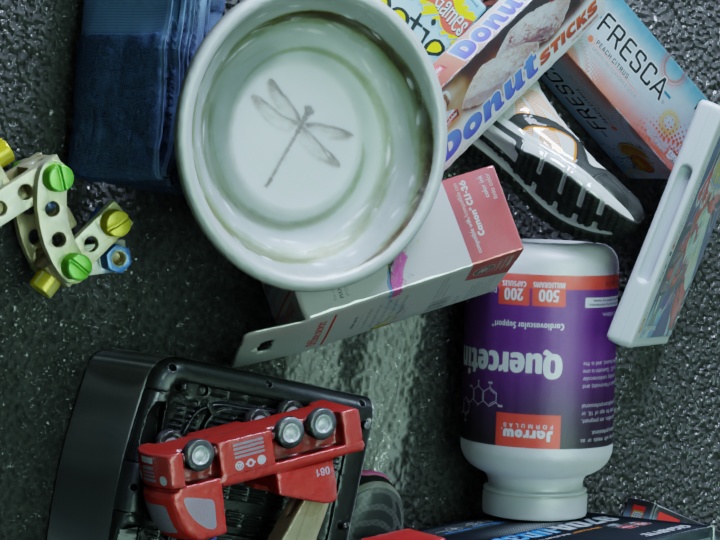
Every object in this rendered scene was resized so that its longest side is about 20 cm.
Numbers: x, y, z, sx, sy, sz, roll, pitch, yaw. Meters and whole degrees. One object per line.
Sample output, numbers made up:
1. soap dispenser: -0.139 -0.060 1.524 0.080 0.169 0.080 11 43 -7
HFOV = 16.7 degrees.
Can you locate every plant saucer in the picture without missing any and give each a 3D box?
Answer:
1. plant saucer: -0.039 -0.087 1.584 0.200 0.050 0.200 -2 93 -31

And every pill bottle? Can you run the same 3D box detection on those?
1. pill bottle: 0.130 0.078 1.787 0.112 0.112 0.200 0 93 -32

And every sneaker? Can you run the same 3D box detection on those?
1. sneaker: 0.000 0.243 1.733 0.074 0.087 0.200 19 83 -31
2. sneaker: 0.126 -0.098 1.757 0.200 0.074 0.080 37 61 5

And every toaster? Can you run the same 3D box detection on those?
1. toaster: -0.109 0.153 1.640 0.200 0.119 0.181 13 86 -32

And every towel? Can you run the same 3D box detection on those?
1. towel: -0.142 -0.152 1.602 0.049 0.112 0.200 5 91 -50

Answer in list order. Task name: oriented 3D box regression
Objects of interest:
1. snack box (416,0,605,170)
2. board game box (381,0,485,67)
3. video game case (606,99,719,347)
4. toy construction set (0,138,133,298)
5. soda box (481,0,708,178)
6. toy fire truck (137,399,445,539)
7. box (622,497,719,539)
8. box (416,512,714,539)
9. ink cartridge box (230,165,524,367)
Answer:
1. snack box: 0.100 -0.151 1.704 0.200 0.024 0.072 -45 145 -26
2. board game box: -0.028 -0.144 1.677 0.103 0.105 0.200 48 69 -25
3. video game case: 0.238 -0.031 1.805 0.182 0.023 0.200 -69 167 5
4. toy construction set: -0.244 -0.007 1.568 0.200 0.092 0.131 -41 114 -35
5. soda box: 0.179 -0.156 1.830 0.200 0.064 0.068 46 70 -27
6. toy fire truck: -0.043 0.159 1.583 0.200 0.049 0.141 -13 101 -30
7. box: 0.277 0.262 1.939 0.200 0.035 0.110 23 81 -31
8. box: 0.133 0.205 1.730 0.200 0.159 0.046 -3 94 -52
9. ink cartridge box: 0.000 0.000 1.674 0.200 0.116 0.068 -18 78 -12
